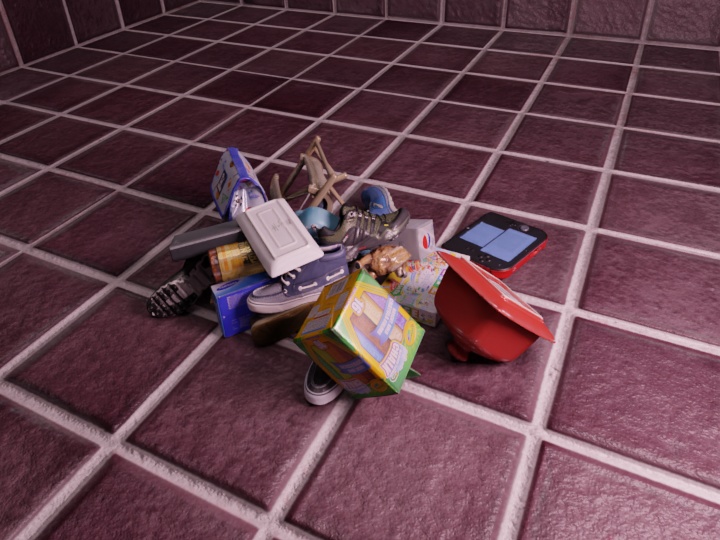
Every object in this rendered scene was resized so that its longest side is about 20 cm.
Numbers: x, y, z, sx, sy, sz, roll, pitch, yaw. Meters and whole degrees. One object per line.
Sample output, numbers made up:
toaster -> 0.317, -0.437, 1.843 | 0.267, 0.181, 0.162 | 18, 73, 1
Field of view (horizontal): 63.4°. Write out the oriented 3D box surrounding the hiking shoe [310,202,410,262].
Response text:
hiking shoe -> 0.005, -0.089, 1.117 | 0.195, 0.104, 0.075 | -27, 10, -15

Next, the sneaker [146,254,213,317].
sneaker -> -0.342, 0.017, 1.170 | 0.198, 0.067, 0.091 | -38, 27, -1

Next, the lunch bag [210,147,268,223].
lunch bag -> -0.263, -0.149, 1.297 | 0.120, 0.206, 0.171 | -14, 38, -16

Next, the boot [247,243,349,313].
boot -> -0.115, 0.010, 1.055 | 0.193, 0.093, 0.073 | -13, 29, -10

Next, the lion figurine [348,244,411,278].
lion figurine -> 0.000, 0.000, 1.163 | 0.195, 0.075, 0.122 | -10, 14, 38

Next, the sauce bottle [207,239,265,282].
sauce bottle -> -0.185, -0.031, 1.091 | 0.193, 0.068, 0.066 | -17, 38, -16

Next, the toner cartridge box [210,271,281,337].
toner cartridge box -> -0.182, 0.047, 1.122 | 0.194, 0.098, 0.043 | -20, 37, -23

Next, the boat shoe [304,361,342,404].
boat shoe -> -0.044, 0.140, 1.012 | 0.069, 0.070, 0.201 | 13, 39, 20

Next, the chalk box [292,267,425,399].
chalk box -> 0.013, 0.122, 0.941 | 0.123, 0.200, 0.126 | -23, 28, 50

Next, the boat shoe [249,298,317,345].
boat shoe -> -0.118, 0.075, 1.099 | 0.193, 0.075, 0.065 | -16, 43, -17

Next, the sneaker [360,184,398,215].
sneaker -> 0.037, -0.134, 1.363 | 0.086, 0.081, 0.202 | -11, 38, -16

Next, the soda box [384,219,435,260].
soda box -> 0.061, -0.068, 1.232 | 0.195, 0.071, 0.063 | 6, 23, 40

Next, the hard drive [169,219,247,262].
hard drive -> -0.273, -0.068, 1.150 | 0.193, 0.034, 0.139 | -16, 16, -10

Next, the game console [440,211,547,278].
game console -> 0.300, -0.063, 1.292 | 0.197, 0.032, 0.175 | -31, 46, -33

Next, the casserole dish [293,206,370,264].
casserole dish -> -0.064, -0.054, 1.189 | 0.197, 0.120, 0.040 | 30, 44, -29

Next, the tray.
tray -> -0.152, -0.071, 1.057 | 0.104, 0.023, 0.201 | -22, 45, -18

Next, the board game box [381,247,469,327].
board game box -> 0.129, 0.022, 1.187 | 0.130, 0.035, 0.201 | 16, 41, 23

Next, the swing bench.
swing bench -> -0.118, -0.153, 1.292 | 0.197, 0.130, 0.201 | -36, 37, 10

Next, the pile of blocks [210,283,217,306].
pile of blocks -> -0.210, 0.009, 1.165 | 0.199, 0.062, 0.082 | -41, 43, 2

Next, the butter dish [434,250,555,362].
butter dish -> 0.204, 0.089, 1.012 | 0.196, 0.150, 0.200 | 24, 16, -39
